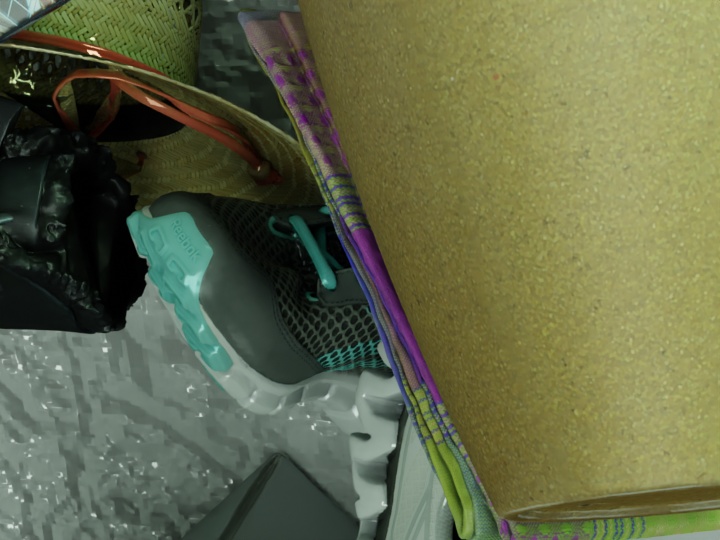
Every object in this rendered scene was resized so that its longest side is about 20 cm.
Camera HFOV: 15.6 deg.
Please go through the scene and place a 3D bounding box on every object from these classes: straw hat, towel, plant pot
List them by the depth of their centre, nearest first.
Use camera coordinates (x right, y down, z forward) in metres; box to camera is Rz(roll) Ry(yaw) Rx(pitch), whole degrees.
[{"bbox_3d":[0.070,-0.041,0.672,0.186,0.186,0.201,-7,80,19],"label":"plant pot"},{"bbox_3d":[0.052,-0.003,0.785,0.023,0.143,0.200,-51,52,39],"label":"towel"},{"bbox_3d":[-0.097,-0.076,0.876,0.200,0.201,0.085,5,73,14],"label":"straw hat"}]

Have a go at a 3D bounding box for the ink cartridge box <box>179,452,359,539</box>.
[{"bbox_3d":[-0.059,0.199,0.955,0.145,0.145,0.200,44,117,-6],"label":"ink cartridge box"}]

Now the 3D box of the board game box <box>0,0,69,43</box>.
[{"bbox_3d":[-0.157,-0.148,0.742,0.135,0.035,0.200,-28,97,18],"label":"board game box"}]

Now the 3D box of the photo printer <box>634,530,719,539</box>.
[{"bbox_3d":[0.150,0.064,0.874,0.200,0.069,0.166,40,111,-4],"label":"photo printer"}]

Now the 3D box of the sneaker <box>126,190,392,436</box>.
[{"bbox_3d":[0.000,0.000,0.847,0.091,0.200,0.078,-39,66,14],"label":"sneaker"}]

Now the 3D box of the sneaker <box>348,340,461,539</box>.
[{"bbox_3d":[0.030,0.117,0.810,0.075,0.081,0.201,-2,105,-24],"label":"sneaker"}]

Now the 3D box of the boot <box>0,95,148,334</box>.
[{"bbox_3d":[-0.152,-0.003,0.887,0.162,0.198,0.074,1,74,8],"label":"boot"}]
